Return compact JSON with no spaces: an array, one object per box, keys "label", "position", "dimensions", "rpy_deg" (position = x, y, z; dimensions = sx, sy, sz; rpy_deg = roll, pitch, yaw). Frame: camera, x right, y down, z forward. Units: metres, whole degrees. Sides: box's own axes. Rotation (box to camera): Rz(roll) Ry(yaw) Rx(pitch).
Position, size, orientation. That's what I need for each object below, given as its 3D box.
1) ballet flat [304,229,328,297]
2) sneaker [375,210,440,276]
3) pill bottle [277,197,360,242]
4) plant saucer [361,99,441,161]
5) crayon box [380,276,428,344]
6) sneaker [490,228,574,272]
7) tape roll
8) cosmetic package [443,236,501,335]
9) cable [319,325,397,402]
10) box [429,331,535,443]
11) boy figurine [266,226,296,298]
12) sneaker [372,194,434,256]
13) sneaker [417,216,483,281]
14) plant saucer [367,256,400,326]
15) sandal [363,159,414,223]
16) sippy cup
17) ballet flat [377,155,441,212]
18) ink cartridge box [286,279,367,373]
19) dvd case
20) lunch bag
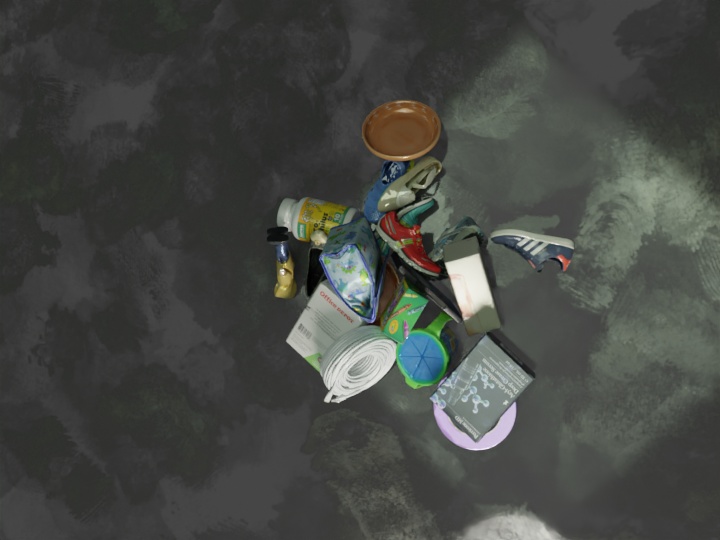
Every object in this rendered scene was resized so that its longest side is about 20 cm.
[{"label":"ballet flat","position":[-0.107,-0.015,1.746],"dimensions":[0.065,0.057,0.202],"rpy_deg":[18,130,14]},{"label":"sneaker","position":[0.123,-0.066,1.657],"dimensions":[0.200,0.077,0.085],"rpy_deg":[43,102,13]},{"label":"pill bottle","position":[-0.108,-0.124,1.772],"dimensions":[0.197,0.113,0.115],"rpy_deg":[15,92,15]},{"label":"plant saucer","position":[0.102,-0.343,1.718],"dimensions":[0.196,0.038,0.203],"rpy_deg":[-3,55,5]},{"label":"crayon box","position":[0.100,0.091,1.633],"dimensions":[0.058,0.200,0.120],"rpy_deg":[30,96,-3]},{"label":"sneaker","position":[0.404,-0.044,1.645],"dimensions":[0.197,0.075,0.086],"rpy_deg":[10,86,15]},{"label":"tape roll","position":[0.279,0.326,1.673],"dimensions":[0.196,0.066,0.204],"rpy_deg":[-1,87,15]},{"label":"cosmetic package","position":[0.263,0.037,1.626],"dimensions":[0.086,0.104,0.203],"rpy_deg":[-15,112,13]},{"label":"cable","position":[-0.005,0.222,1.694],"dimensions":[0.069,0.197,0.202],"rpy_deg":[52,144,37]},{"label":"box","position":[0.281,0.265,1.586],"dimensions":[0.148,0.107,0.201],"rpy_deg":[42,99,12]},{"label":"boy figurine","position":[-0.202,-0.016,1.789],"dimensions":[0.063,0.125,0.202],"rpy_deg":[-5,129,-5]},{"label":"sneaker","position":[0.111,-0.116,1.743],"dimensions":[0.199,0.078,0.080],"rpy_deg":[-40,97,16]},{"label":"sneaker","position":[0.219,-0.053,1.708],"dimensions":[0.199,0.077,0.087],"rpy_deg":[-40,40,25]},{"label":"plant saucer","position":[0.010,0.055,1.774],"dimensions":[0.197,0.032,0.204],"rpy_deg":[-1,88,16]},{"label":"sandal","position":[0.063,-0.214,1.741],"dimensions":[0.079,0.087,0.203],"rpy_deg":[26,97,13]},{"label":"sippy cup","position":[0.171,0.192,1.664],"dimensions":[0.177,0.130,0.141],"rpy_deg":[-30,85,32]},{"label":"ballet flat","position":[0.125,-0.208,1.699],"dimensions":[0.069,0.070,0.200],"rpy_deg":[42,77,12]},{"label":"ink cartridge box","position":[-0.076,0.140,1.739],"dimensions":[0.145,0.084,0.201],"rpy_deg":[40,117,14]},{"label":"dvd case","position":[0.155,0.038,1.641],"dimensions":[0.199,0.143,0.018],"rpy_deg":[41,99,-12]},{"label":"lunch bag","position":[0.000,0.000,1.639],"dimensions":[0.126,0.171,0.202],"rpy_deg":[-17,113,18]}]
